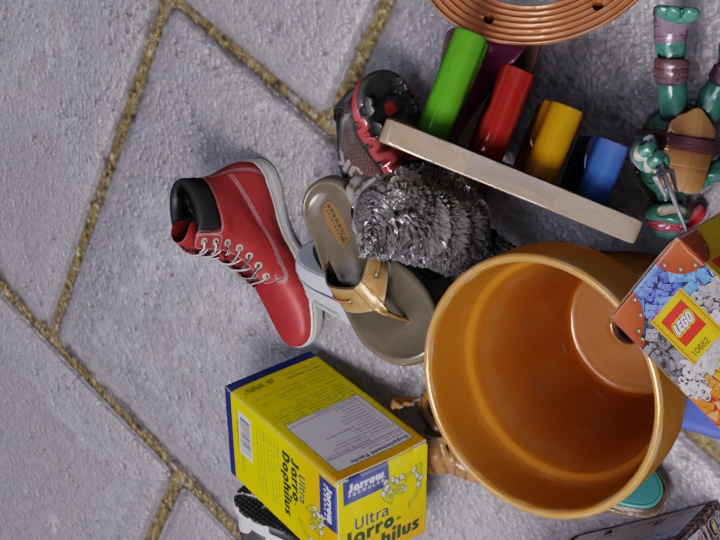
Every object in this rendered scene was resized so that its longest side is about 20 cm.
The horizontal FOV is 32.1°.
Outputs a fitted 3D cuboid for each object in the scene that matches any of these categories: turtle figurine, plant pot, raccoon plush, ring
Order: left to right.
[{"bbox_3d":[0.079,-0.034,1.027,0.197,0.134,0.098,13,99,3],"label":"raccoon plush"},{"bbox_3d":[0.141,-0.254,0.975,0.199,0.201,0.019,29,164,27],"label":"ring"},{"bbox_3d":[0.180,0.067,0.983,0.198,0.182,0.203,11,109,35],"label":"plant pot"},{"bbox_3d":[0.253,-0.095,0.954,0.100,0.148,0.203,21,109,57],"label":"turtle figurine"}]

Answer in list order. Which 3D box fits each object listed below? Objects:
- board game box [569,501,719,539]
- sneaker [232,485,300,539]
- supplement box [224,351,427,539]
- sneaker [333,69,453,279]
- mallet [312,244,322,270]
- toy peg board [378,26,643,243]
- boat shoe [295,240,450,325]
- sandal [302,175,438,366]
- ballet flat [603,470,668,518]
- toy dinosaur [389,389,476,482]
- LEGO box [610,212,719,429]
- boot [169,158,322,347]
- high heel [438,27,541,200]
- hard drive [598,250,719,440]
[{"bbox_3d":[0.215,0.292,1.049,0.159,0.199,0.098,-25,88,40],"label":"board game box"},{"bbox_3d":[-0.057,0.308,1.359,0.199,0.073,0.081,32,136,31],"label":"sneaker"},{"bbox_3d":[-0.036,0.184,1.227,0.199,0.108,0.111,33,133,46],"label":"supplement box"},{"bbox_3d":[0.032,-0.085,1.162,0.097,0.070,0.202,-4,114,57],"label":"sneaker"},{"bbox_3d":[0.044,0.016,1.156,0.199,0.066,0.041,35,153,28],"label":"mallet"},{"bbox_3d":[0.126,-0.111,0.974,0.197,0.200,0.099,22,98,1],"label":"toy peg board"},{"bbox_3d":[0.025,0.031,1.212,0.199,0.074,0.067,29,147,30],"label":"boat shoe"},{"bbox_3d":[0.000,0.000,1.117,0.080,0.054,0.201,-37,71,19],"label":"sandal"},{"bbox_3d":[0.187,0.174,1.133,0.199,0.070,0.066,30,146,30],"label":"ballet flat"},{"bbox_3d":[0.052,0.170,1.229,0.198,0.060,0.108,7,109,36],"label":"toy dinosaur"},{"bbox_3d":[0.277,0.030,0.810,0.149,0.199,0.077,47,128,17],"label":"LEGO box"},{"bbox_3d":[-0.121,-0.004,1.255,0.072,0.144,0.202,-20,92,39],"label":"boot"},{"bbox_3d":[0.110,-0.113,1.088,0.095,0.067,0.203,12,108,46],"label":"high heel"},{"bbox_3d":[0.245,0.060,1.066,0.198,0.025,0.134,14,112,34],"label":"hard drive"}]
